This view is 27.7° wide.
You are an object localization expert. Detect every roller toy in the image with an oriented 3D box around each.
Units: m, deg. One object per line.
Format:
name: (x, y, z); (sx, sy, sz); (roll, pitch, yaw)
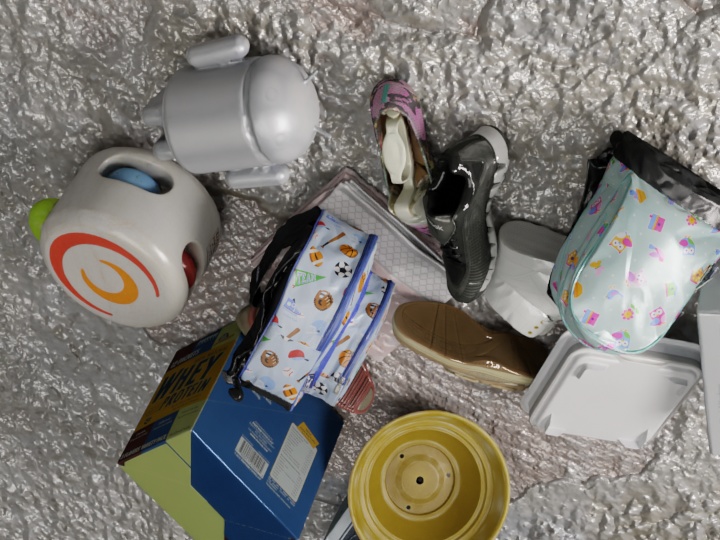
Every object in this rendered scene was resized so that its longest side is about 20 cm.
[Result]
roller toy: (-0.254, -0.040, 1.655); (0.182, 0.140, 0.200); (-18, 125, 42)

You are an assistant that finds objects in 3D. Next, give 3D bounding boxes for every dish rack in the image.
dish rack: (0.280, 0.138, 1.627); (0.170, 0.044, 0.201); (11, 143, -7)

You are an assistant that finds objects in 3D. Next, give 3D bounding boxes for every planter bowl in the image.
planter bowl: (0.079, 0.266, 1.797); (0.198, 0.083, 0.202); (0, 94, -7)

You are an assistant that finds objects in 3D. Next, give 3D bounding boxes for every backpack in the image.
backpack: (-0.048, 0.038, 1.581); (0.153, 0.201, 0.192); (18, 123, -4)
backpack: (0.271, -0.016, 1.455); (0.166, 0.127, 0.201); (32, 99, -3)

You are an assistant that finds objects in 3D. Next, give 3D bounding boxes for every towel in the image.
towel: (0.000, 0.000, 1.669); (0.200, 0.032, 0.191); (39, 130, -12)

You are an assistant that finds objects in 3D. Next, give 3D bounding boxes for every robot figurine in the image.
robot figurine: (-0.127, -0.163, 1.525); (0.198, 0.113, 0.171); (-4, 123, 23)

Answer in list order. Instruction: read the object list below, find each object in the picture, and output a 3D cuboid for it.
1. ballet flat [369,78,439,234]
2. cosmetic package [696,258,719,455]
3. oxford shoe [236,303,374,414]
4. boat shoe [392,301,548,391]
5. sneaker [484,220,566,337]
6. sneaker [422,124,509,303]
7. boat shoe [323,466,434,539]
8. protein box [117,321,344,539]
ballet flat: (0.048, -0.104, 1.539); (0.069, 0.071, 0.201); (-3, 127, 21)
cosmetic package: (0.457, 0.083, 1.511); (0.198, 0.123, 0.201); (0, 128, 18)
oxford shoe: (-0.065, 0.101, 1.766); (0.200, 0.071, 0.075); (44, 155, -19)
boat shoe: (0.118, 0.095, 1.660); (0.199, 0.072, 0.065); (21, 142, -17)
sneaker: (0.232, 0.030, 1.589); (0.199, 0.074, 0.116); (24, 135, 11)
sneaker: (0.099, -0.051, 1.531); (0.066, 0.090, 0.202); (33, 130, 39)
boat shoe: (0.018, 0.329, 1.903); (0.090, 0.071, 0.201); (31, 129, -2)
protein box: (-0.152, 0.208, 1.780); (0.134, 0.201, 0.199); (-26, 116, 34)
